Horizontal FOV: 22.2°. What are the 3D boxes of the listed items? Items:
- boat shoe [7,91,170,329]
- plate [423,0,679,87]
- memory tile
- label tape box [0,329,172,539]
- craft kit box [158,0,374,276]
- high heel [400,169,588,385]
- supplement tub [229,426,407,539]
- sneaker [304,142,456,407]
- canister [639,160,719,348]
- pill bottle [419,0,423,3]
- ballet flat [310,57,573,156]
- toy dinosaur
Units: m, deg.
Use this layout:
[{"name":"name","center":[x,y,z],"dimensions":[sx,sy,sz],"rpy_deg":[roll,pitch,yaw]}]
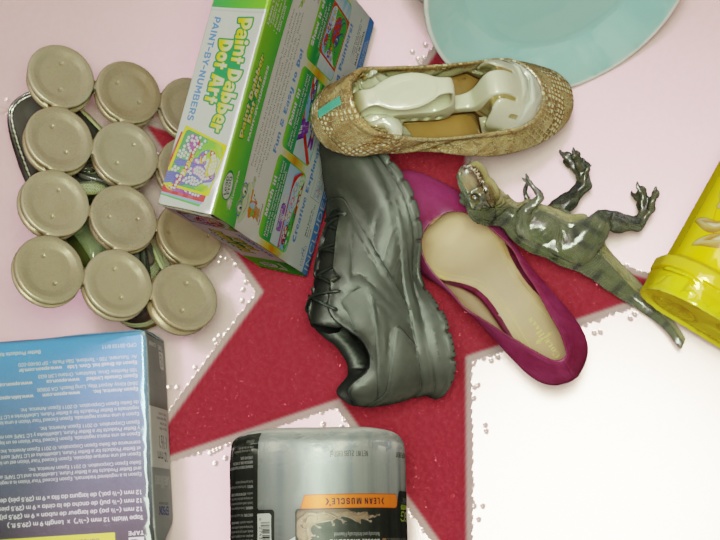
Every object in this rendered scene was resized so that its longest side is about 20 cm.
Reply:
[{"name":"boat shoe","center":[-0.198,-0.051,1.331],"dimensions":[0.071,0.066,0.202],"rpy_deg":[-30,79,1]},{"name":"plate","center":[0.136,-0.208,1.271],"dimensions":[0.199,0.201,0.026],"rpy_deg":[-24,47,2]},{"name":"memory tile","center":[-0.169,-0.057,1.301],"dimensions":[0.152,0.017,0.201],"rpy_deg":[11,64,-24]},{"name":"label tape box","center":[-0.210,0.149,1.301],"dimensions":[0.142,0.066,0.201],"rpy_deg":[-5,83,6]},{"name":"craft kit box","center":[-0.059,-0.113,1.258],"dimensions":[0.048,0.198,0.201],"rpy_deg":[12,81,16]},{"name":"high heel","center":[0.086,-0.003,1.274],"dimensions":[0.200,0.096,0.067],"rpy_deg":[44,88,11]},{"name":"supplement tub","center":[-0.028,0.209,1.239],"dimensions":[0.122,0.123,0.201],"rpy_deg":[-2,81,6]},{"name":"sneaker","center":[0.000,0.000,1.274],"dimensions":[0.090,0.076,0.201],"rpy_deg":[-15,84,-20]},{"name":"canister","center":[0.303,-0.035,1.253],"dimensions":[0.148,0.087,0.201],"rpy_deg":[31,83,-2]},{"name":"pill bottle","center":[0.036,-0.301,1.321],"dimensions":[0.113,0.113,0.201],"rpy_deg":[-33,78,0]},{"name":"ballet flat","center":[0.066,-0.114,1.256],"dimensions":[0.199,0.065,0.071],"rpy_deg":[-10,78,-20]},{"name":"toy dinosaur","center":[0.159,-0.032,1.295],"dimensions":[0.199,0.047,0.088],"rpy_deg":[32,72,-5]}]
